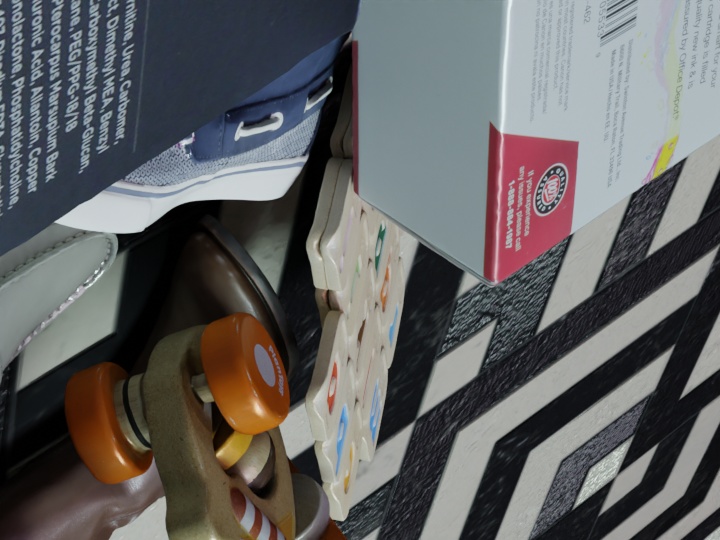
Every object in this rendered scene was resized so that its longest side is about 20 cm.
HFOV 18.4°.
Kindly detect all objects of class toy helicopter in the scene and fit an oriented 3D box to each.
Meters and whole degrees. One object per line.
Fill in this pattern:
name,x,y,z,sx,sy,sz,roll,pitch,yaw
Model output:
toy helicopter,-0.040,0.119,0.895,0.078,0.201,0.132,-20,165,15

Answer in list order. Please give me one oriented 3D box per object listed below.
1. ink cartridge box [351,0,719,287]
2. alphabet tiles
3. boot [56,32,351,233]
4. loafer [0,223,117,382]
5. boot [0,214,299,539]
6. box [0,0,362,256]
ink cartridge box,0.094,-0.110,0.876,0.200,0.083,0.146,-32,139,-32
alphabet tiles,0.000,0.000,0.979,0.200,0.014,0.197,82,17,-60
boot,-0.069,-0.073,0.814,0.091,0.073,0.200,-64,162,18
loafer,-0.162,0.045,0.814,0.200,0.070,0.070,-40,157,-19
boot,-0.123,0.083,0.971,0.199,0.064,0.187,-33,152,-22
box,-0.127,-0.101,0.477,0.200,0.197,0.118,-35,155,-29
